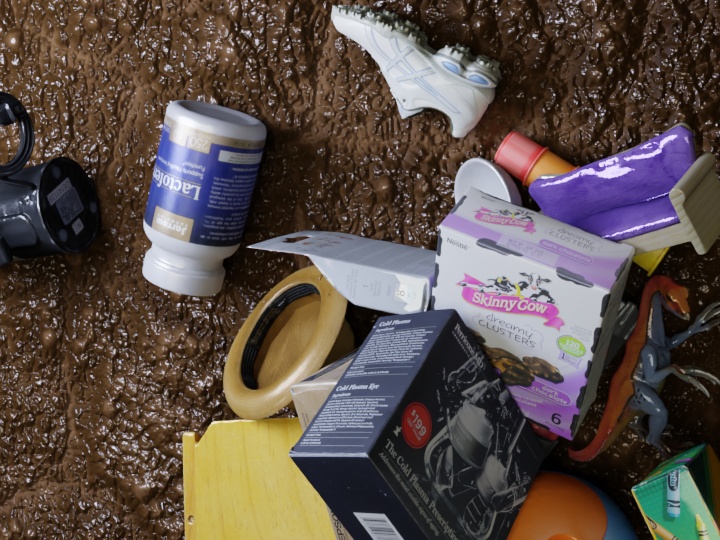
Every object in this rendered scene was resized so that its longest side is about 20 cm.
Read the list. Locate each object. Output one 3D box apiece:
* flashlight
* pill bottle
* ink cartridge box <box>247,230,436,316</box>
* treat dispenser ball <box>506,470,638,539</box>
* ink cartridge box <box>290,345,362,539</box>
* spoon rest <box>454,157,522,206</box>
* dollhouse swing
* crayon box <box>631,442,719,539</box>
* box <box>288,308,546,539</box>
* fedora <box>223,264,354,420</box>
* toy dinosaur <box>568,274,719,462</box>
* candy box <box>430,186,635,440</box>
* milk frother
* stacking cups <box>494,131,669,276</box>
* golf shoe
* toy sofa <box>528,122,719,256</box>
[{"bbox_3d":[0.220,0.104,1.091,0.068,0.068,0.201,33,110,7],"label":"flashlight"},{"bbox_3d":[-0.182,-0.081,1.183,0.115,0.116,0.202,19,106,16],"label":"pill bottle"},{"bbox_3d":[0.000,0.000,1.105,0.198,0.160,0.048,10,101,19],"label":"ink cartridge box"},{"bbox_3d":[0.188,0.307,1.065,0.199,0.201,0.204,4,101,20],"label":"treat dispenser ball"},{"bbox_3d":[0.029,0.180,1.079,0.075,0.164,0.202,-10,100,41],"label":"ink cartridge box"},{"bbox_3d":[0.151,-0.023,1.083,0.202,0.060,0.099,63,151,6],"label":"spoon rest"},{"bbox_3d":[-0.071,0.260,1.193,0.198,0.176,0.184,-6,82,22],"label":"dollhouse swing"},{"bbox_3d":[0.325,0.267,0.938,0.058,0.118,0.202,-30,78,25],"label":"crayon box"},{"bbox_3d":[0.061,0.172,0.982,0.103,0.183,0.201,-9,125,42],"label":"box"},{"bbox_3d":[-0.065,0.090,1.161,0.200,0.202,0.082,-36,123,22],"label":"fedora"},{"bbox_3d":[0.282,0.098,1.026,0.198,0.105,0.183,-19,107,8],"label":"toy dinosaur"},{"bbox_3d":[0.153,0.042,0.994,0.166,0.072,0.201,23,136,21],"label":"candy box"},{"bbox_3d":[-0.446,-0.100,1.242,0.186,0.180,0.202,-8,100,21],"label":"milk frother"},{"bbox_3d":[0.228,-0.076,1.061,0.199,0.060,0.061,37,110,12],"label":"stacking cups"},{"bbox_3d":[0.046,-0.211,1.100,0.199,0.078,0.098,30,114,14],"label":"golf shoe"},{"bbox_3d":[0.233,-0.053,0.973,0.199,0.083,0.098,-18,106,46],"label":"toy sofa"}]
